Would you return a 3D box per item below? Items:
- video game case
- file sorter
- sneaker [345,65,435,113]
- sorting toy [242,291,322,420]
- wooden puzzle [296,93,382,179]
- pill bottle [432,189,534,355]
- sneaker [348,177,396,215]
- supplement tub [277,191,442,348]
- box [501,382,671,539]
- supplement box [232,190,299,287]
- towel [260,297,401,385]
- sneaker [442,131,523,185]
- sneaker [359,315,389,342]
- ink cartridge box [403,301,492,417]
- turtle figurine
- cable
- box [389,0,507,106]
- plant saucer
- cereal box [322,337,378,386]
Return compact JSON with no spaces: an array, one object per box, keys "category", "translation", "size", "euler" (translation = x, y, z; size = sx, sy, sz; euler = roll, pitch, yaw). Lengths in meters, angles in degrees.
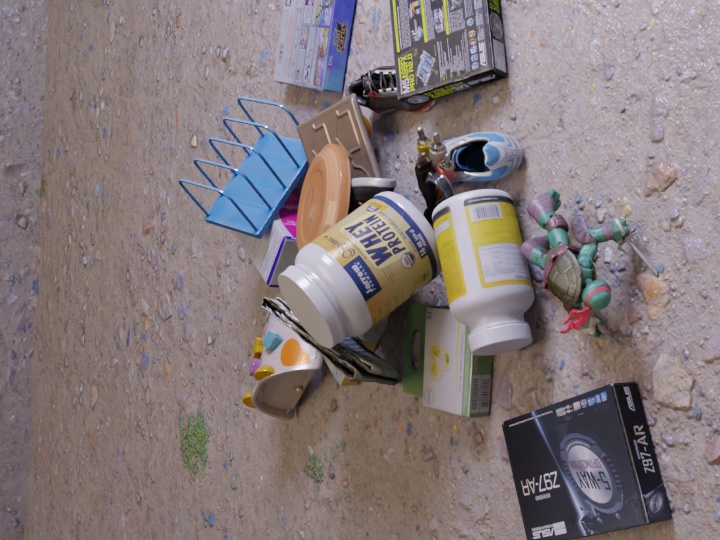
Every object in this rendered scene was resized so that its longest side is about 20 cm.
[{"category":"video game case","translation":[-0.080,-0.420,1.713],"size":[0.181,0.045,0.202],"euler":[25,110,55]},{"category":"file sorter","translation":[-0.195,-0.182,1.681],"size":[0.138,0.123,0.201],"euler":[17,66,38]},{"category":"sneaker","translation":[0.047,-0.278,1.489],"size":[0.199,0.081,0.078],"euler":[-8,82,55]},{"category":"sorting toy","translation":[-0.145,0.137,1.723],"size":[0.200,0.106,0.181],"euler":[118,154,-51]},{"category":"wooden puzzle","translation":[-0.020,-0.173,1.588],"size":[0.200,0.046,0.187],"euler":[-17,91,59]},{"category":"pill bottle","translation":[0.164,0.004,1.280],"size":[0.112,0.111,0.202],"euler":[-31,64,51]},{"category":"sneaker","translation":[0.001,-0.080,1.470],"size":[0.200,0.070,0.100],"euler":[161,111,-65]},{"category":"supplement tub","translation":[0.000,0.000,1.346],"size":[0.144,0.200,0.145],"euler":[45,159,22]},{"category":"box","translation":[0.266,0.238,1.181],"size":[0.200,0.043,0.161],"euler":[-32,63,50]},{"category":"supplement box","translation":[-0.145,-0.067,1.744],"size":[0.200,0.101,0.104],"euler":[51,128,43]},{"category":"towel","translation":[-0.038,0.103,1.459],"size":[0.192,0.200,0.035],"euler":[38,96,20]},{"category":"sneaker","translation":[0.139,-0.155,1.360],"size":[0.199,0.072,0.073],"euler":[-3,88,57]},{"category":"sneaker","translation":[0.010,-0.003,1.508],"size":[0.118,0.073,0.202],"euler":[28,98,44]},{"category":"ink cartridge box","translation":[0.109,0.123,1.413],"size":[0.199,0.048,0.147],"euler":[6,94,53]},{"category":"turtle figurine","translation":[0.261,-0.003,1.159],"size":[0.200,0.100,0.151],"euler":[56,132,48]},{"category":"cable","translation":[0.113,-0.103,1.360],"size":[0.097,0.050,0.201],"euler":[54,170,38]},{"category":"box","translation":[0.119,-0.351,1.379],"size":[0.159,0.044,0.202],"euler":[-12,78,36]},{"category":"plant saucer","translation":[-0.062,-0.096,1.500],"size":[0.200,0.032,0.202],"euler":[-171,90,-71]},{"category":"cereal box","translation":[-0.037,0.073,1.633],"size":[0.200,0.039,0.145],"euler":[55,131,40]}]
